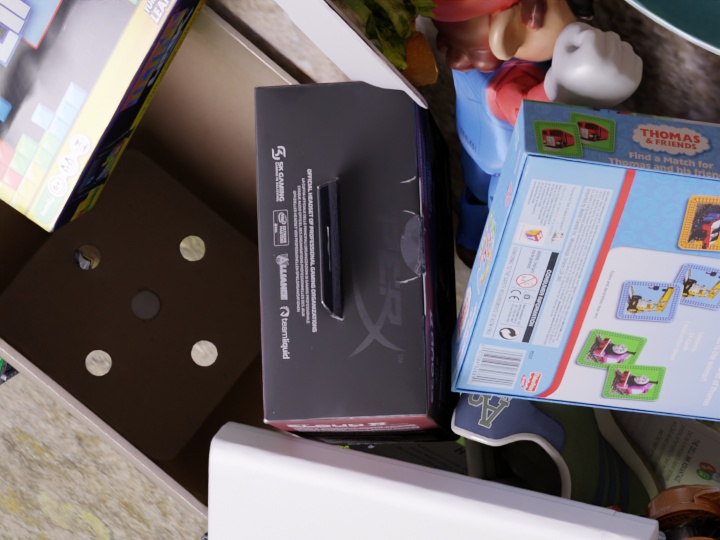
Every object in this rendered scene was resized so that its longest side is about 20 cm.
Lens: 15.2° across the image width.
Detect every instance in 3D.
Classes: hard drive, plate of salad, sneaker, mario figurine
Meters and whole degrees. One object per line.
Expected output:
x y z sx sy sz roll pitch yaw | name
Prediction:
0.028 0.148 1.202 0.200 0.026 0.132 12 120 17 | hard drive
-0.037 -0.143 1.089 0.200 0.048 0.200 45 -176 -4 | plate of salad
0.085 0.098 1.255 0.067 0.090 0.200 17 147 30 | sneaker
0.082 -0.082 1.148 0.123 0.106 0.200 19 133 31 | mario figurine

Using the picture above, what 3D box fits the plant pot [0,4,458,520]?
-0.101 0.005 1.404 0.200 0.200 0.177 39 163 -3 | plant pot

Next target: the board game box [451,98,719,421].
0.149 0.004 1.125 0.199 0.037 0.151 8 138 -6 | board game box

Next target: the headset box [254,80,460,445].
0.000 0.000 1.222 0.075 0.149 0.200 -3 174 6 | headset box

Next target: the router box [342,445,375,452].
0.044 0.154 1.584 0.200 0.062 0.150 14 146 38 | router box

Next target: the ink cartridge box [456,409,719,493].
0.155 0.073 1.317 0.200 0.076 0.148 29 151 9 | ink cartridge box

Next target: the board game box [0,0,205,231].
-0.156 -0.146 1.250 0.165 0.057 0.200 33 112 6 | board game box

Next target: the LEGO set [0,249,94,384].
-0.228 -0.032 1.615 0.200 0.116 0.154 21 119 22 | LEGO set

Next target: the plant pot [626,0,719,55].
0.152 -0.178 0.863 0.200 0.135 0.200 28 148 19 | plant pot

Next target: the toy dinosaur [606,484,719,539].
0.154 0.141 1.210 0.200 0.102 0.136 -7 147 37 | toy dinosaur

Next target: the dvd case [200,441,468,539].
0.039 0.139 1.350 0.150 0.200 0.025 26 120 30 | dvd case
